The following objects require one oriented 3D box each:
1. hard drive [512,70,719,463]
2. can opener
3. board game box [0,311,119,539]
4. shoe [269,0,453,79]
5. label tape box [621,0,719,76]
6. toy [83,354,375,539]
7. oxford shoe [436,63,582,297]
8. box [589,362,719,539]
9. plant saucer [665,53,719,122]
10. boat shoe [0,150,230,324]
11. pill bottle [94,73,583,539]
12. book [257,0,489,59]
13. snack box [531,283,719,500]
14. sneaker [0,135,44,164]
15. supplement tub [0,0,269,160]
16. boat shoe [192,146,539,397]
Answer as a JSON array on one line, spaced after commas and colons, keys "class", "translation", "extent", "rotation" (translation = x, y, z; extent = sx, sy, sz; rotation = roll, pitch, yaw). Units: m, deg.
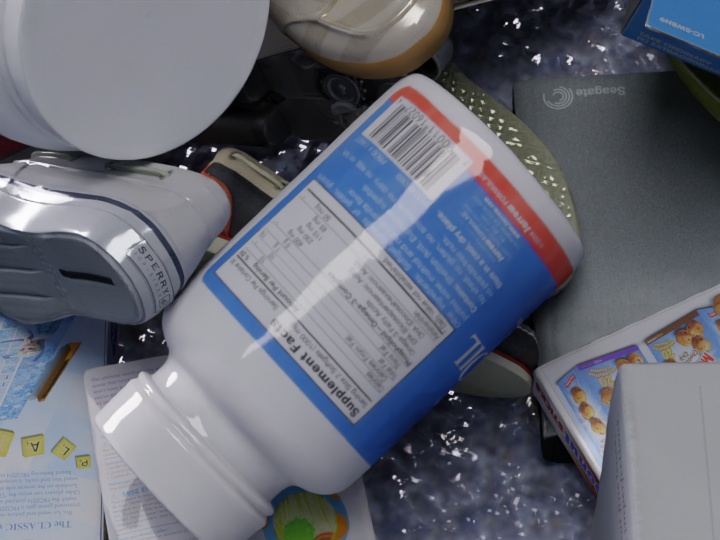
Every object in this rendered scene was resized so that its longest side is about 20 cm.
[{"class": "hard drive", "translation": [0.149, -0.007, 1.029], "extent": [0.139, 0.033, 0.201], "rotation": [-3, 58, 1]}, {"class": "can opener", "translation": [-0.045, -0.095, 1.045], "extent": [0.199, 0.053, 0.067], "rotation": [7, 45, 36]}, {"class": "board game box", "translation": [-0.212, 0.081, 0.989], "extent": [0.199, 0.041, 0.200], "rotation": [-3, 58, 1]}, {"class": "shoe", "translation": [-0.032, -0.149, 0.942], "extent": [0.070, 0.053, 0.200], "rotation": [-49, 49, 5]}, {"class": "label tape box", "translation": [0.200, -0.123, 0.994], "extent": [0.144, 0.063, 0.200], "rotation": [23, 46, -1]}, {"class": "toy", "translation": [-0.051, 0.132, 0.948], "extent": [0.115, 0.047, 0.201], "rotation": [-9, 62, -7]}, {"class": "oxford shoe", "translation": [0.040, -0.051, 1.041], "extent": [0.075, 0.058, 0.200], "rotation": [-19, 51, -26]}, {"class": "box", "translation": [0.160, 0.166, 0.826], "extent": [0.130, 0.200, 0.200], "rotation": [-1, 59, 2]}, {"class": "plant saucer", "translation": [0.228, -0.110, 1.060], "extent": [0.199, 0.031, 0.201], "rotation": [11, 48, -13]}, {"class": "boat shoe", "translation": [-0.125, -0.018, 0.948], "extent": [0.067, 0.074, 0.200], "rotation": [-39, 31, -26]}, {"class": "pill bottle", "translation": [-0.012, 0.022, 0.904], "extent": [0.200, 0.112, 0.112], "rotation": [-43, 65, -2]}, {"class": "book", "translation": [-0.004, -0.207, 1.010], "extent": [0.133, 0.048, 0.201], "rotation": [-14, 62, 24]}, {"class": "snack box", "translation": [0.182, 0.037, 0.967], "extent": [0.199, 0.024, 0.072], "rotation": [-24, 62, -11]}, {"class": "sneaker", "translation": [-0.199, -0.081, 1.061], "extent": [0.074, 0.087, 0.200], "rotation": [36, 67, 21]}, {"class": "supplement tub", "translation": [-0.146, -0.137, 0.942], "extent": [0.145, 0.145, 0.200], "rotation": [-40, 41, -19]}, {"class": "boat shoe", "translation": [0.000, 0.000, 1.013], "extent": [0.199, 0.071, 0.063], "rotation": [22, 67, 23]}]
